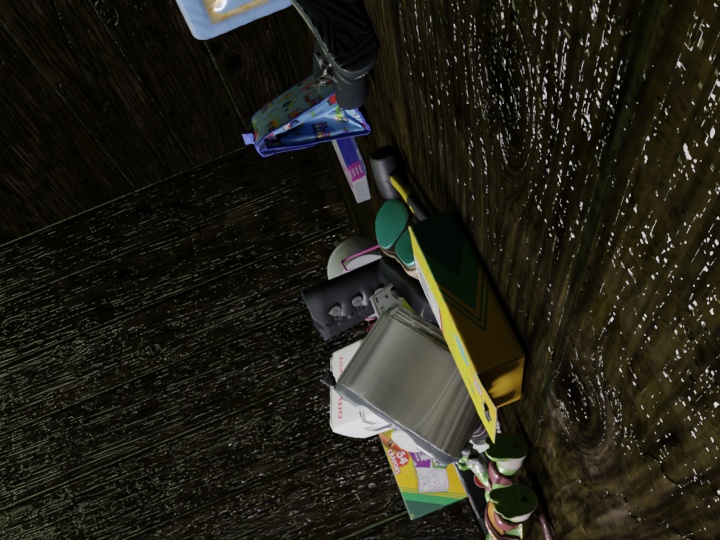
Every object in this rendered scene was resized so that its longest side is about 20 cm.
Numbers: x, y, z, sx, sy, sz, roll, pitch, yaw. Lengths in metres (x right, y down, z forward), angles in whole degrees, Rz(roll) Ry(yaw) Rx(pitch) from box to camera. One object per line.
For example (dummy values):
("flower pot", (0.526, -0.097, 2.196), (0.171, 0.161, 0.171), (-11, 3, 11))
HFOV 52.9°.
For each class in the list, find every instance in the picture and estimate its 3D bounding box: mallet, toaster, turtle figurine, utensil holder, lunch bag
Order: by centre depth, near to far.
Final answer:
("toaster", (0.064, 0.128, 0.857), (0.199, 0.130, 0.114), (30, 176, 21))
("turtle figurine", (0.134, 0.283, 0.865), (0.199, 0.144, 0.195), (28, 142, 20))
("mallet", (0.063, -0.083, 0.901), (0.201, 0.041, 0.066), (-119, 6, -47))
("lunch bag", (-0.102, -0.255, 1.192), (0.151, 0.198, 0.095), (-113, 2, -58))
("utensil holder", (0.012, 0.017, 1.788), (0.200, 0.169, 0.171), (-128, 16, -75))

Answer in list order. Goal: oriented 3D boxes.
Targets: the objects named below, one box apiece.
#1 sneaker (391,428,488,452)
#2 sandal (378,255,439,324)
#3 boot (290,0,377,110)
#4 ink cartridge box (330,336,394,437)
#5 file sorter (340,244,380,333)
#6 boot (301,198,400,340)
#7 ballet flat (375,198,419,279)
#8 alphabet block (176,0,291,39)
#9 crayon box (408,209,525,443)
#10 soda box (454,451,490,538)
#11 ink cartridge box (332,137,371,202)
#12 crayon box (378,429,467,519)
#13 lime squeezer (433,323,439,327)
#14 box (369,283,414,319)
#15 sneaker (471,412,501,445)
("sneaker", (0.138, 0.246, 1.184), (0.199, 0.089, 0.075), (-11, 126, 46))
("sandal", (0.065, 0.027, 0.898), (0.200, 0.075, 0.043), (-118, 43, -68))
("boot", (-0.045, -0.298, 0.856), (0.201, 0.076, 0.168), (63, 175, -1))
("ink cartridge box", (0.039, 0.186, 1.214), (0.084, 0.199, 0.147), (22, -125, -36))
("file sorter", (0.056, 0.056, 1.343), (0.139, 0.124, 0.202), (-120, 8, -78))
("boot", (0.000, 0.001, 1.098), (0.066, 0.198, 0.166), (-115, 3, -60))
("ballet flat", (0.068, -0.030, 0.919), (0.067, 0.068, 0.200), (35, -165, -23))
("alphabet block", (-0.163, -0.439, 0.868), (0.196, 0.195, 0.201), (73, 175, -60))
("crayon box", (0.111, 0.056, 0.717), (0.127, 0.050, 0.201), (71, 178, -62))
("soda box", (0.194, 0.325, 1.185), (0.201, 0.070, 0.064), (-112, 1, -48))
("ink cartridge box", (-0.033, -0.272, 1.616), (0.200, 0.043, 0.198), (68, -179, -76))
("crayon box", (0.135, 0.320, 1.310), (0.058, 0.171, 0.201), (62, -175, -69))
("lime squeezer", (0.124, 0.066, 0.962), (0.070, 0.038, 0.201), (30, 157, 29))
("box", (0.097, 0.114, 1.036), (0.200, 0.060, 0.117), (50, -168, -42))
("sneaker", (0.139, 0.194, 0.981), (0.200, 0.087, 0.074), (70, 177, -60))
